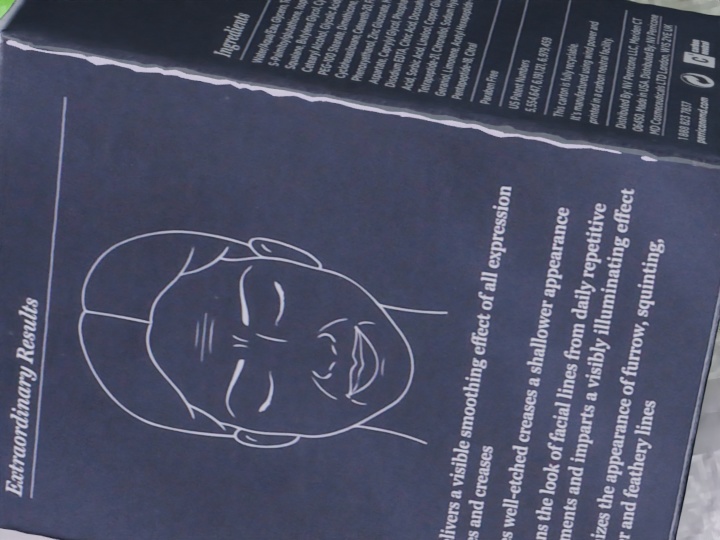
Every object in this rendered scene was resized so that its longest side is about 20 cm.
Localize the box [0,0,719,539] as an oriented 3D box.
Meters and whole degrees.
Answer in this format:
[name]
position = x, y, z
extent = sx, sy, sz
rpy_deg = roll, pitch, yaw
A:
[box]
position = 0.000, 0.000, 0.785
extent = 0.199, 0.107, 0.149
rpy_deg = 11, 116, 3
